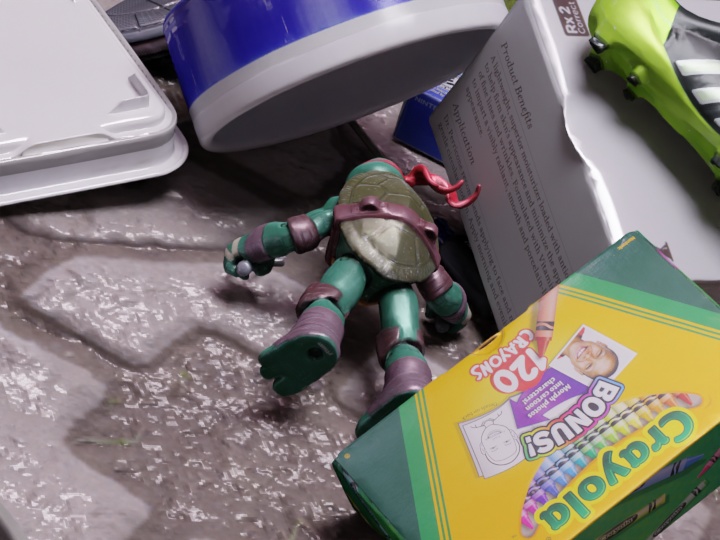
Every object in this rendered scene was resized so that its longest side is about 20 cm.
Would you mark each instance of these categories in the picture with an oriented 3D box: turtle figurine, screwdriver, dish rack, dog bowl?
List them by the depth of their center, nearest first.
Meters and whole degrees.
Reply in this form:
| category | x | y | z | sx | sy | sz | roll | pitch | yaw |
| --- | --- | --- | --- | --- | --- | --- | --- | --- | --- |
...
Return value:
| category | x | y | z | sx | sy | sz | roll | pitch | yaw |
| --- | --- | --- | --- | --- | --- | --- | --- | --- | --- |
| turtle figurine | 0.000 | 0.000 | 1.312 | 0.149 | 0.101 | 0.201 | 16 | 38 | -8 |
| dish rack | -0.207 | -0.119 | 1.393 | 0.171 | 0.044 | 0.200 | -11 | 44 | -27 |
| dog bowl | -0.014 | -0.142 | 1.408 | 0.199 | 0.200 | 0.079 | -15 | 82 | -43 |
| screwdriver | 0.041 | -0.040 | 1.448 | 0.029 | 0.028 | 0.200 | -22 | 48 | -10 |

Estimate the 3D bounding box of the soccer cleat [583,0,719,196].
| category | x | y | z | sx | sy | sz | roll | pitch | yaw |
| --- | --- | --- | --- | --- | --- | --- | --- | --- | --- |
| soccer cleat | 0.209 | -0.087 | 1.287 | 0.081 | 0.068 | 0.200 | -42 | 84 | -10 |

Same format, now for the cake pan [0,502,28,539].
| category | x | y | z | sx | sy | sz | roll | pitch | yaw |
| --- | --- | --- | --- | --- | --- | --- | --- | --- | --- |
| cake pan | -0.237 | 0.139 | 1.018 | 0.199 | 0.037 | 0.201 | 15 | 33 | -10 |

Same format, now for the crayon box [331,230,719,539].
| category | x | y | z | sx | sy | sz | roll | pitch | yaw |
| --- | --- | --- | --- | --- | --- | --- | --- | --- | --- |
| crayon box | 0.102 | 0.086 | 1.175 | 0.200 | 0.058 | 0.119 | -37 | 55 | -12 |

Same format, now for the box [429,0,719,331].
| category | x | y | z | sx | sy | sz | roll | pitch | yaw |
| --- | --- | --- | --- | --- | --- | --- | --- | --- | --- |
| box | 0.173 | -0.044 | 1.379 | 0.199 | 0.131 | 0.200 | 0 | 59 | -30 |

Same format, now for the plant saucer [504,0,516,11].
| category | x | y | z | sx | sy | sz | roll | pitch | yaw |
| --- | --- | --- | --- | --- | --- | --- | --- | --- | --- |
| plant saucer | 0.105 | -0.204 | 1.631 | 0.198 | 0.048 | 0.200 | -7 | 23 | 5 |

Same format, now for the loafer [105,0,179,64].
| category | x | y | z | sx | sy | sz | roll | pitch | yaw |
| --- | --- | --- | --- | --- | --- | --- | --- | --- | --- |
| loafer | -0.080 | -0.163 | 1.535 | 0.199 | 0.063 | 0.072 | -26 | 33 | -28 |

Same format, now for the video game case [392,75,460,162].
| category | x | y | z | sx | sy | sz | roll | pitch | yaw |
| --- | --- | --- | --- | --- | --- | --- | --- | --- | --- |
| video game case | 0.147 | -0.094 | 1.577 | 0.199 | 0.046 | 0.181 | 28 | 32 | 12 |
